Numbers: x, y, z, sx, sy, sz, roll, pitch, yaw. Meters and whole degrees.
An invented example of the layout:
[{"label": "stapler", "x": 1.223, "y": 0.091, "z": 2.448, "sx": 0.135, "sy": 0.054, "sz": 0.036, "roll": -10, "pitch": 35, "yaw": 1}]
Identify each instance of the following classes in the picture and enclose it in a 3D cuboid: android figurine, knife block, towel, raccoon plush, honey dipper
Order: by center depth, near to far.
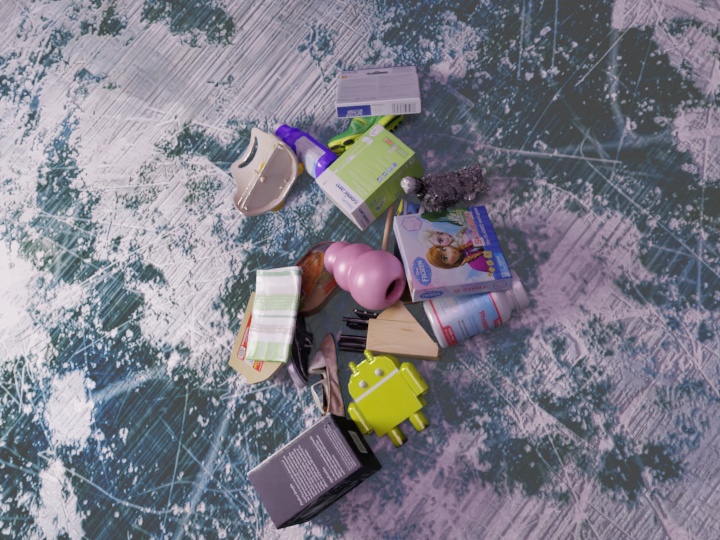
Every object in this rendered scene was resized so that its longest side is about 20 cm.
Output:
[{"label": "android figurine", "x": 0.052, "y": 0.258, "z": 1.340, "sx": 0.182, "sy": 0.041, "sz": 0.200, "roll": -38, "pitch": 77, "yaw": 20}, {"label": "towel", "x": -0.187, "y": 0.092, "z": 1.374, "sx": 0.149, "sy": 0.031, "sz": 0.201, "roll": -5, "pitch": 73, "yaw": 47}, {"label": "knife block", "x": 0.050, "y": 0.157, "z": 1.387, "sx": 0.175, "sy": 0.064, "sz": 0.200, "roll": -40, "pitch": 69, "yaw": 0}, {"label": "raccoon plush", "x": 0.191, "y": -0.180, "z": 1.397, "sx": 0.134, "sy": 0.200, "sz": 0.097, "roll": -24, "pitch": 85, "yaw": 27}, {"label": "honey dipper", "x": 0.061, "y": -0.088, "z": 1.481, "sx": 0.038, "sy": 0.038, "sz": 0.201, "roll": 4, "pitch": 70, "yaw": 15}]

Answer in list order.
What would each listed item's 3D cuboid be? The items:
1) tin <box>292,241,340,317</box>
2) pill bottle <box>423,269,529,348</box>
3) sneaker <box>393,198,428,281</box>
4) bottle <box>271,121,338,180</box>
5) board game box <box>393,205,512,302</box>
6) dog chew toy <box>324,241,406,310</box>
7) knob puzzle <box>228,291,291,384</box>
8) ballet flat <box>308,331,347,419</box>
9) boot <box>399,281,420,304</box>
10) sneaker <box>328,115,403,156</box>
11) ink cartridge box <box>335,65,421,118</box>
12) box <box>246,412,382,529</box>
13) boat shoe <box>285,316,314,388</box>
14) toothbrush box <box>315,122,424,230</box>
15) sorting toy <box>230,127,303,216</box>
[{"label": "tin", "x": -0.097, "y": 0.019, "z": 1.455, "sx": 0.112, "sy": 0.042, "sz": 0.200, "roll": 32, "pitch": 65, "yaw": 24}, {"label": "pill bottle", "x": 0.239, "y": 0.074, "z": 1.343, "sx": 0.199, "sy": 0.109, "sz": 0.109, "roll": -24, "pitch": 69, "yaw": 6}, {"label": "sneaker", "x": 0.119, "y": -0.068, "z": 1.421, "sx": 0.082, "sy": 0.074, "sz": 0.201, "roll": 10, "pitch": 60, "yaw": -11}, {"label": "bottle", "x": -0.134, "y": -0.288, "z": 1.561, "sx": 0.065, "sy": 0.084, "sz": 0.200, "roll": -38, "pitch": 63, "yaw": -22}, {"label": "board game box", "x": 0.182, "y": -0.038, "z": 1.320, "sx": 0.198, "sy": 0.041, "sz": 0.201, "roll": -8, "pitch": 52, "yaw": -6}, {"label": "dog chew toy", "x": 0.000, "y": 0.000, "z": 1.376, "sx": 0.200, "sy": 0.125, "sz": 0.125, "roll": 30, "pitch": 81, "yaw": 36}, {"label": "knob puzzle", "x": -0.202, "y": 0.155, "z": 1.414, "sx": 0.219, "sy": 0.030, "sz": 0.221, "roll": -19, "pitch": 63, "yaw": 42}, {"label": "ballet flat", "x": -0.075, "y": 0.229, "z": 1.386, "sx": 0.067, "sy": 0.068, "sz": 0.201, "roll": -3, "pitch": 68, "yaw": -20}, {"label": "boot", "x": 0.138, "y": 0.024, "z": 1.401, "sx": 0.199, "sy": 0.075, "sz": 0.074, "roll": -10, "pitch": 69, "yaw": 12}, {"label": "sneaker", "x": 0.007, "y": -0.339, "z": 1.555, "sx": 0.199, "sy": 0.074, "sz": 0.084, "roll": -32, "pitch": 60, "yaw": -10}, {"label": "ink cartridge box", "x": 0.042, "y": -0.426, "z": 1.547, "sx": 0.198, "sy": 0.041, "sz": 0.200, "roll": -3, "pitch": 39, "yaw": 5}, {"label": "box", "x": -0.083, "y": 0.391, "z": 1.272, "sx": 0.196, "sy": 0.200, "sz": 0.124, "roll": -35, "pitch": 69, "yaw": 1}, {"label": "boat shoe", "x": -0.135, "y": 0.157, "z": 1.433, "sx": 0.067, "sy": 0.072, "sz": 0.201, "roll": -19, "pitch": 62, "yaw": 9}, {"label": "toothbrush box", "x": 0.022, "y": -0.216, "z": 1.488, "sx": 0.200, "sy": 0.086, "sz": 0.146, "roll": -43, "pitch": 56, "yaw": -4}, {"label": "sorting toy", "x": -0.243, "y": -0.253, "z": 1.567, "sx": 0.180, "sy": 0.107, "sz": 0.200, "roll": 47, "pitch": 112, "yaw": 34}]
